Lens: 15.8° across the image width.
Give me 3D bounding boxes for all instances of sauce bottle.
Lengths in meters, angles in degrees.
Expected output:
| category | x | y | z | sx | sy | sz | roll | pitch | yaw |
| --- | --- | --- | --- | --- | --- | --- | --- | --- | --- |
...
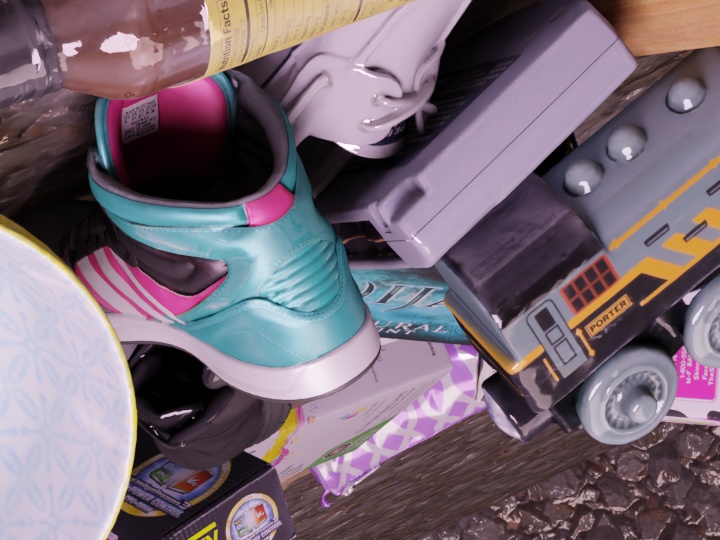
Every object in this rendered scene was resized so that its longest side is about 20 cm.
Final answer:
| category | x | y | z | sx | sy | sz | roll | pitch | yaw |
| --- | --- | --- | --- | --- | --- | --- | --- | --- | --- |
| sauce bottle | -0.055 | -0.094 | 0.825 | 0.199 | 0.065 | 0.065 | -20 | 167 | -21 |

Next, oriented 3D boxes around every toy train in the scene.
| category | x | y | z | sx | sy | sz | roll | pitch | yaw |
| --- | --- | --- | --- | --- | --- | --- | --- | --- | --- |
| toy train | 0.121 | -0.016 | 1.039 | 0.200 | 0.085 | 0.114 | -38 | 133 | -2 |

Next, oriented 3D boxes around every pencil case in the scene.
| category | x | y | z | sx | sy | sz | roll | pitch | yaw |
| --- | --- | --- | --- | --- | --- | --- | --- | --- | --- |
| pencil case | 0.040 | 0.083 | 1.766 | 0.199 | 0.086 | 0.084 | -28 | 171 | 1 |

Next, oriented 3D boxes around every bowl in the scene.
| category | x | y | z | sx | sy | sz | roll | pitch | yaw |
| --- | --- | --- | --- | --- | --- | --- | --- | --- | --- |
| bowl | -0.191 | 0.046 | 0.962 | 0.199 | 0.201 | 0.108 | -25 | -151 | -6 |

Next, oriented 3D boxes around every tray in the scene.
| category | x | y | z | sx | sy | sz | roll | pitch | yaw |
| --- | --- | --- | --- | --- | --- | --- | --- | --- | --- |
| tray | 0.152 | -0.123 | 1.026 | 0.098 | 0.037 | 0.200 | -32 | -169 | -13 |

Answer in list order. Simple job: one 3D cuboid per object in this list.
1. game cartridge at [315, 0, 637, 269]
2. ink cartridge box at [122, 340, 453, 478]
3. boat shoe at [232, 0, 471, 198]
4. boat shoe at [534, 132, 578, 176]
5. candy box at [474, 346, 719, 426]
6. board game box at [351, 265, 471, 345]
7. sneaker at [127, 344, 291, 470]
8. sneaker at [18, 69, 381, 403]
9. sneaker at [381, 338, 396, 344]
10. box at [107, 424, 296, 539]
| category | x | y | z | sx | sy | sz | roll | pitch | yaw |
| --- | --- | --- | --- | --- | --- | --- | --- | --- | --- |
| game cartridge | 0.040 | -0.056 | 1.067 | 0.133 | 0.042 | 0.200 | -40 | -171 | -11 |
| ink cartridge box | -0.070 | 0.075 | 1.482 | 0.199 | 0.084 | 0.145 | -19 | 166 | -32 |
| boat shoe | 0.003 | -0.077 | 1.016 | 0.073 | 0.066 | 0.200 | -18 | 166 | -36 |
| boat shoe | 0.073 | -0.048 | 1.268 | 0.072 | 0.073 | 0.200 | -21 | 169 | 12 |
| candy box | 0.169 | 0.039 | 1.150 | 0.199 | 0.062 | 0.136 | 2 | 176 | 35 |
| board game box | 0.000 | 0.000 | 1.233 | 0.198 | 0.028 | 0.135 | 4 | 162 | -18 |
| sneaker | -0.073 | 0.045 | 1.150 | 0.091 | 0.076 | 0.200 | -38 | 169 | -28 |
| sneaker | -0.083 | -0.027 | 1.016 | 0.199 | 0.121 | 0.084 | 15 | -137 | 43 |
| sneaker | -0.022 | 0.010 | 1.345 | 0.199 | 0.071 | 0.080 | -24 | 166 | -9 |
| box | -0.153 | 0.128 | 1.297 | 0.160 | 0.045 | 0.199 | -32 | -150 | -26 |
